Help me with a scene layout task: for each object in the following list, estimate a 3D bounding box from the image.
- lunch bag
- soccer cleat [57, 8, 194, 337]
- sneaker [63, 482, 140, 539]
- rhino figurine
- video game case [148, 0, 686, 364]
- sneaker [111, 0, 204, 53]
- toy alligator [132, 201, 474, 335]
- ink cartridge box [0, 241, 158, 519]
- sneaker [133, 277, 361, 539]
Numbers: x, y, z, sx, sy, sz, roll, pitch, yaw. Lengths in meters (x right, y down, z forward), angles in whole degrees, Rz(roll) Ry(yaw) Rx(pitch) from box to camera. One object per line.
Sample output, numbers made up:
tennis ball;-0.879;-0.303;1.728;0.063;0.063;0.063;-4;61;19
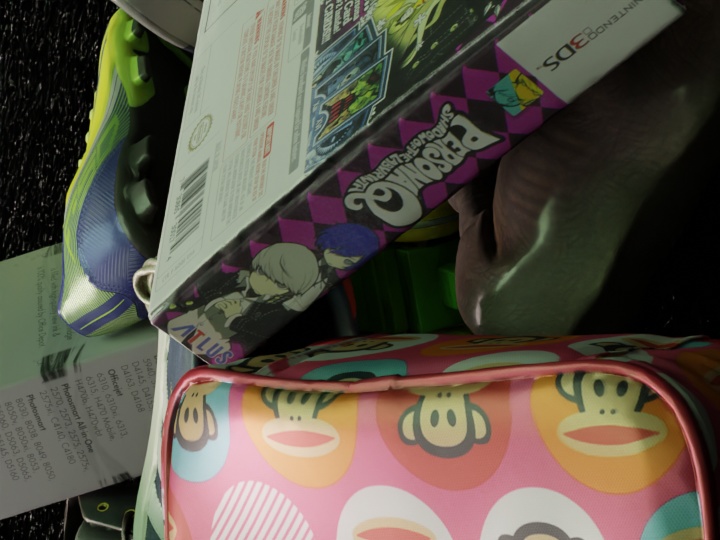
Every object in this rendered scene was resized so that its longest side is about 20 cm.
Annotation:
lunch bag;0.034;0.107;0.620;0.200;0.082;0.177;-1;94;42
soccer cleat;-0.103;-0.051;1.011;0.084;0.065;0.200;-41;29;26
sneaker;-0.062;0.135;0.964;0.200;0.106;0.075;-159;75;-71
rhino figurine;0.083;-0.055;0.672;0.088;0.060;0.200;-100;34;-58
video game case;0.015;-0.087;0.702;0.181;0.036;0.200;-39;27;28
sneaker;-0.033;-0.156;0.977;0.146;0.077;0.202;-53;-9;4
toy alligator;0.000;0.000;0.844;0.200;0.054;0.059;1;105;45
ink cartridge box;-0.114;0.038;1.018;0.116;0.199;0.067;-105;-3;-61
sneaker;-0.034;0.074;0.791;0.085;0.075;0.201;-146;51;-65
